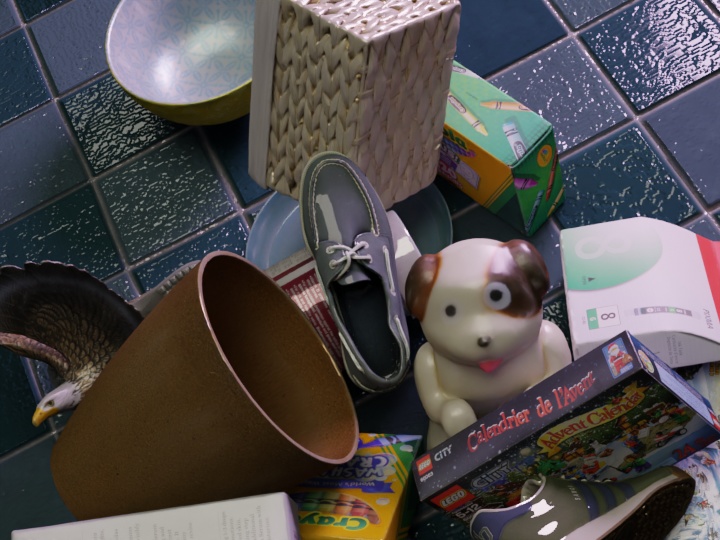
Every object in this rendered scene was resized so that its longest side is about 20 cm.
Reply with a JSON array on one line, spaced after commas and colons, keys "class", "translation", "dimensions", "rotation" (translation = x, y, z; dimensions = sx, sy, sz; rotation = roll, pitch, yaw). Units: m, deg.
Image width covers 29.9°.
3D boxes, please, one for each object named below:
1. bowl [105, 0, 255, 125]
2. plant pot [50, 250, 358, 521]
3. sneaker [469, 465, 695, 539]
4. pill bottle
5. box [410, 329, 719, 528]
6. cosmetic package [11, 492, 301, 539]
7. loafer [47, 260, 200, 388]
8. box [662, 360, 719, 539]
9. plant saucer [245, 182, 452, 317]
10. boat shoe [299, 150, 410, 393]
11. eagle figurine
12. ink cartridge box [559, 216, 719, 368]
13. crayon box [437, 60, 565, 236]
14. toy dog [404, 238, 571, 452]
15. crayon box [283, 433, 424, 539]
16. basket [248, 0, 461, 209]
[{"class": "bowl", "translation": [-0.147, -0.217, 1.371], "dimensions": [0.199, 0.108, 0.201], "rotation": [-7, 59, 11]}, {"class": "plant pot", "translation": [-0.134, 0.118, 1.037], "dimensions": [0.200, 0.186, 0.187], "rotation": [-36, 56, 17]}, {"class": "sneaker", "translation": [0.161, 0.174, 0.992], "dimensions": [0.090, 0.067, 0.200], "rotation": [31, 33, 33]}, {"class": "pill bottle", "translation": [-0.037, 0.036, 1.165], "dimensions": [0.200, 0.110, 0.110], "rotation": [-29, 58, -1]}, {"class": "box", "translation": [0.158, 0.137, 1.029], "dimensions": [0.200, 0.136, 0.038], "rotation": [-35, 46, 21]}, {"class": "cosmetic package", "translation": [-0.140, 0.225, 0.962], "dimensions": [0.199, 0.071, 0.102], "rotation": [-8, 73, 2]}, {"class": "loafer", "translation": [-0.200, 0.059, 1.260], "dimensions": [0.200, 0.070, 0.075], "rotation": [-29, 88, 10]}, {"class": "box", "translation": [0.269, 0.150, 1.088], "dimensions": [0.136, 0.040, 0.201], "rotation": [2, 62, 17]}, {"class": "plant saucer", "translation": [-0.010, -0.019, 1.269], "dimensions": [0.199, 0.027, 0.201], "rotation": [-6, 60, 11]}, {"class": "boat shoe", "translation": [0.000, 0.000, 1.080], "dimensions": [0.073, 0.062, 0.201], "rotation": [-13, 91, -8]}, {"class": "eagle figurine", "translation": [-0.241, 0.074, 1.154], "dimensions": [0.152, 0.151, 0.200], "rotation": [-39, 91, 16]}, {"class": "ink cartridge box", "translation": [0.272, 0.011, 1.130], "dimensions": [0.199, 0.050, 0.161], "rotation": [-12, 35, 11]}, {"class": "crayon box", "translation": [0.094, -0.130, 1.250], "dimensions": [0.058, 0.119, 0.200], "rotation": [-44, 59, -12]}, {"class": "toy dog", "translation": [0.110, 0.052, 1.093], "dimensions": [0.139, 0.200, 0.195], "rotation": [0, 61, 14]}, {"class": "crayon box", "translation": [-0.027, 0.194, 1.067], "dimensions": [0.125, 0.052, 0.200], "rotation": [1, 22, 13]}, {"class": "basket", "translation": [-0.006, -0.156, 1.155], "dimensions": [0.123, 0.201, 0.135], "rotation": [32, 44, 31]}]
